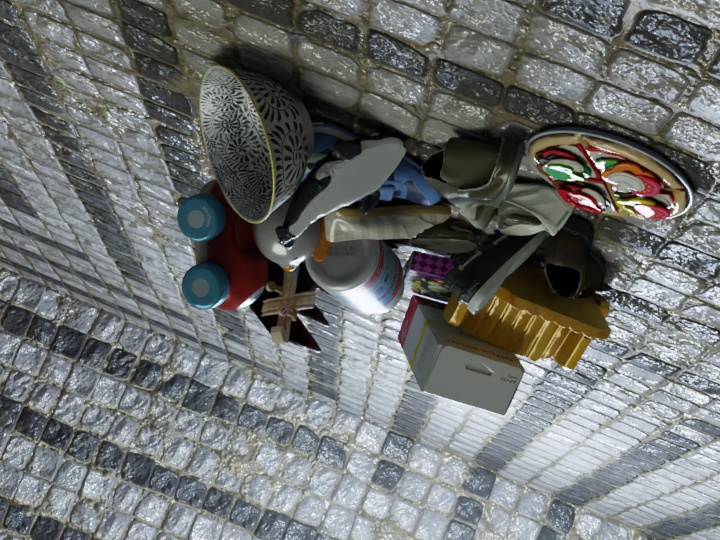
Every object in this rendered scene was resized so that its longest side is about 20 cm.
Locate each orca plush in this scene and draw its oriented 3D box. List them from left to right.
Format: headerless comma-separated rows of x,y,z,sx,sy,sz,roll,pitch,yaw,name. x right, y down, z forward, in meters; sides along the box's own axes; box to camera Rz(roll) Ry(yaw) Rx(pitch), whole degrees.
-0.035,-0.109,1.643,0.105,0.201,0.071,38,-177,-39,orca plush

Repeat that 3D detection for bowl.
-0.119,-0.169,1.637,0.093,0.203,0.200,-19,-175,-27,bowl

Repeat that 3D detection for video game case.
0.160,0.025,1.995,0.197,0.036,0.181,14,167,-3,video game case

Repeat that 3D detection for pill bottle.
0.000,0.000,1.877,0.108,0.110,0.200,17,171,21,pill bottle

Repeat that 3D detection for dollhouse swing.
0.235,0.082,1.832,0.198,0.177,0.183,21,121,-8,dollhouse swing

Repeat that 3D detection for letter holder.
-0.115,0.016,1.987,0.200,0.101,0.142,49,-168,35,letter holder

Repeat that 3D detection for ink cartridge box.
0.149,0.126,1.983,0.143,0.084,0.200,17,-163,-15,ink cartridge box

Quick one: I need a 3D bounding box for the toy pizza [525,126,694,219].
0.278,-0.099,1.475,0.198,0.032,0.200,22,165,6,toy pizza

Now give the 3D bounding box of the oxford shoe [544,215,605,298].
0.276,0.002,1.728,0.072,0.085,0.200,13,164,25,oxford shoe

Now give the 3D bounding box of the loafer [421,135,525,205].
0.128,-0.119,1.543,0.069,0.076,0.200,23,166,-18,loafer

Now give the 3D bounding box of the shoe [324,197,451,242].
0.035,-0.069,1.750,0.198,0.054,0.070,-3,-163,-32,shoe

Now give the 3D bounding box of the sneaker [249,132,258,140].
-0.134,-0.156,1.803,0.120,0.084,0.200,30,165,13,sneaker

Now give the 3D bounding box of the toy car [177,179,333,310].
-0.121,-0.035,1.764,0.197,0.180,0.184,-1,-173,16,toy car

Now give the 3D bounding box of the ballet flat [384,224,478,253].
0.088,-0.056,1.897,0.198,0.047,0.067,3,161,42,ballet flat

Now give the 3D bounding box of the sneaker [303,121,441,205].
0.010,-0.120,1.702,0.198,0.083,0.074,22,163,0,sneaker

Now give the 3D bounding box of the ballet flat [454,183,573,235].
0.173,-0.080,1.632,0.198,0.070,0.069,10,161,40,ballet flat

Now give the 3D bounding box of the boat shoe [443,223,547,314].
0.176,-0.023,1.649,0.060,0.200,0.076,40,132,9,boat shoe

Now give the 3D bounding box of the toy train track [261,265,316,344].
-0.108,0.003,1.863,0.032,0.203,0.114,23,157,-40,toy train track
